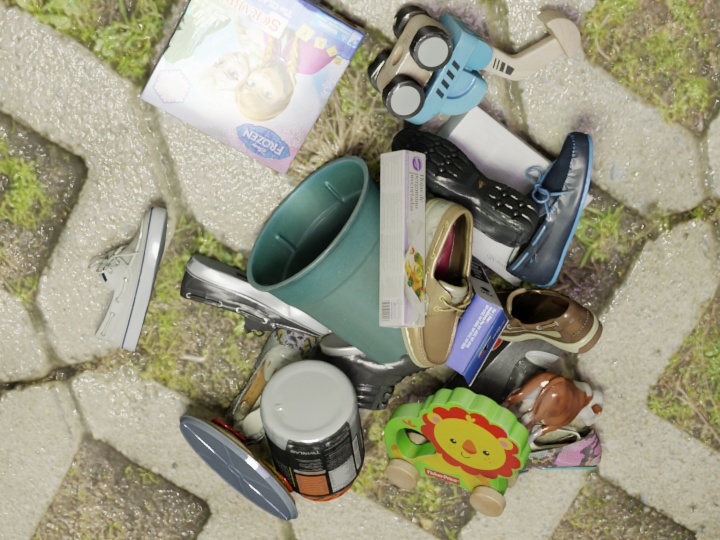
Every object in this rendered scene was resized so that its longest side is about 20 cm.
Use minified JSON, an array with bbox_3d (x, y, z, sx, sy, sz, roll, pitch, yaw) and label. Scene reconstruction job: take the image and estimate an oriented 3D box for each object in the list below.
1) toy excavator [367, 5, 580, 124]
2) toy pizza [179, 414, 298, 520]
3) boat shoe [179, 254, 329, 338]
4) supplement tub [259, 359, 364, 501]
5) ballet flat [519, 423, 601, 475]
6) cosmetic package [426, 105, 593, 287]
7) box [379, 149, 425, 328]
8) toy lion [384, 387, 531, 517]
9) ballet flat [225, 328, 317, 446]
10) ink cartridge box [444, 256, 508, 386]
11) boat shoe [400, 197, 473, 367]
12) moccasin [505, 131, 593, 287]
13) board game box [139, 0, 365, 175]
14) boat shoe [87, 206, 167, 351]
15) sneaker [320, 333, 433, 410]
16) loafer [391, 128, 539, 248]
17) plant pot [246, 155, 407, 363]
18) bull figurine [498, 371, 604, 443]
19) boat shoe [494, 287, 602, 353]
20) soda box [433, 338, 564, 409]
[{"bbox_3d":[0.136,-0.247,1.441,0.200,0.100,0.195,21,111,-26],"label":"toy excavator"},{"bbox_3d":[-0.153,0.250,1.576,0.200,0.200,0.032,49,67,-19],"label":"toy pizza"},{"bbox_3d":[-0.136,0.049,1.540,0.200,0.070,0.066,24,101,-11],"label":"boat shoe"},{"bbox_3d":[-0.058,0.211,1.550,0.122,0.123,0.200,-8,146,-1],"label":"supplement tub"},{"bbox_3d":[0.230,0.246,1.658,0.199,0.069,0.071,-7,94,-5],"label":"ballet flat"},{"bbox_3d":[0.165,-0.096,1.516,0.200,0.052,0.151,36,103,-16],"label":"cosmetic package"},{"bbox_3d":[0.048,-0.035,1.377,0.039,0.041,0.201,7,81,-46],"label":"box"},{"bbox_3d":[0.120,0.218,1.547,0.199,0.069,0.192,13,138,26],"label":"toy lion"},{"bbox_3d":[-0.114,0.152,1.587,0.072,0.072,0.201,27,107,-14],"label":"ballet flat"},{"bbox_3d":[0.124,0.051,1.492,0.039,0.200,0.100,23,108,-17],"label":"ink cartridge box"},{"bbox_3d":[0.093,0.018,1.399,0.074,0.066,0.201,-7,103,-38],"label":"boat shoe"},{"bbox_3d":[0.226,-0.072,1.462,0.068,0.081,0.201,12,109,-5],"label":"moccasin"},{"bbox_3d":[-0.128,-0.246,1.439,0.200,0.041,0.200,27,108,-14],"label":"board game box"},{"bbox_3d":[-0.299,0.004,1.517,0.086,0.075,0.202,16,120,-8],"label":"boat shoe"},{"bbox_3d":[0.051,0.130,1.593,0.199,0.071,0.099,-3,114,4],"label":"sneaker"},{"bbox_3d":[0.118,-0.094,1.443,0.200,0.068,0.070,35,144,7],"label":"loafer"},{"bbox_3d":[0.000,0.000,1.476,0.200,0.200,0.196,-42,116,12],"label":"plant pot"},{"bbox_3d":[0.246,0.179,1.580,0.121,0.065,0.200,-38,151,10],"label":"bull figurine"},{"bbox_3d":[0.208,0.045,1.505,0.075,0.202,0.075,42,69,-32],"label":"boat shoe"},{"bbox_3d":[0.181,0.138,1.606,0.071,0.063,0.200,37,105,-17],"label":"soda box"}]
